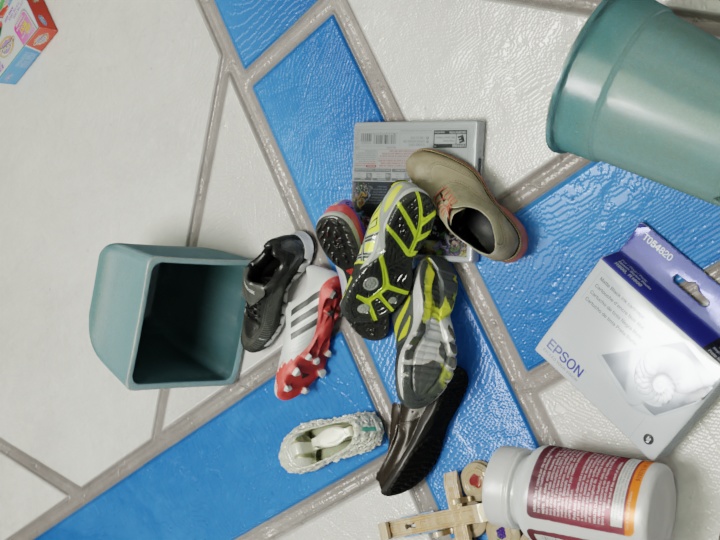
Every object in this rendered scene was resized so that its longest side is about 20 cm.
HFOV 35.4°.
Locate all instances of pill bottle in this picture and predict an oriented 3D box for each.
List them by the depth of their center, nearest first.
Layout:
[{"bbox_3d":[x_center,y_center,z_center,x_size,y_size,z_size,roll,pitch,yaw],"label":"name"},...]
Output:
[{"bbox_3d":[0.250,0.264,1.301,0.200,0.114,0.114,5,94,32],"label":"pill bottle"}]

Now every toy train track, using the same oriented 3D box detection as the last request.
[{"bbox_3d":[0.089,0.328,1.471,0.200,0.032,0.115,-24,73,43],"label":"toy train track"}]

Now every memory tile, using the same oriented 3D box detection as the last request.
[{"bbox_3d":[0.200,0.337,1.411,0.200,0.017,0.154,17,101,36],"label":"memory tile"}]

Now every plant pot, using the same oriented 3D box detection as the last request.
[{"bbox_3d":[0.332,-0.175,1.200,0.196,0.200,0.201,32,110,25],"label":"plant pot"},{"bbox_3d":[-0.303,0.050,1.690,0.200,0.196,0.197,22,104,44],"label":"plant pot"}]

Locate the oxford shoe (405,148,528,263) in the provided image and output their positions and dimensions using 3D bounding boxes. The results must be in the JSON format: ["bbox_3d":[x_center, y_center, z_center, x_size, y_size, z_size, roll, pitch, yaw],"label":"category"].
[{"bbox_3d":[0.121,-0.087,1.399,0.200,0.075,0.071,43,113,26],"label":"oxford shoe"}]

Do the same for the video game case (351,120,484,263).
[{"bbox_3d":[0.072,-0.106,1.497,0.200,0.023,0.182,5,93,37],"label":"video game case"}]

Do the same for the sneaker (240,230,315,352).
[{"bbox_3d":[-0.141,0.031,1.620,0.066,0.090,0.200,39,113,31],"label":"sneaker"}]

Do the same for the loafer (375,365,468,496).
[{"bbox_3d":[0.072,0.202,1.480,0.071,0.073,0.200,34,101,36],"label":"loafer"}]

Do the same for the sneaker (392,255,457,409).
[{"bbox_3d":[0.078,0.084,1.447,0.085,0.074,0.200,-32,42,61],"label":"sneaker"}]

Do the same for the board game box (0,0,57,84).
[{"bbox_3d":[-0.630,-0.458,2.017,0.153,0.040,0.200,-39,69,32],"label":"board game box"}]

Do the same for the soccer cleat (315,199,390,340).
[{"bbox_3d":[0.000,0.000,1.514,0.068,0.073,0.200,-10,116,25],"label":"soccer cleat"}]

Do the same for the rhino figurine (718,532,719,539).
[{"bbox_3d":[0.426,0.248,1.208,0.087,0.060,0.200,3,90,48],"label":"rhino figurine"}]

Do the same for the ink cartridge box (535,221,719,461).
[{"bbox_3d":[0.327,0.080,1.292,0.200,0.041,0.200,45,116,28],"label":"ink cartridge box"}]

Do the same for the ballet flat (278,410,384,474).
[{"bbox_3d":[-0.056,0.238,1.577,0.200,0.072,0.072,-26,75,36],"label":"ballet flat"}]

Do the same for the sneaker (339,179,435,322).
[{"bbox_3d":[0.033,-0.022,1.436,0.200,0.075,0.076,-61,25,20],"label":"sneaker"}]

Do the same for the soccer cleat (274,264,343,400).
[{"bbox_3d":[-0.079,0.087,1.594,0.085,0.069,0.200,35,109,41],"label":"soccer cleat"}]
